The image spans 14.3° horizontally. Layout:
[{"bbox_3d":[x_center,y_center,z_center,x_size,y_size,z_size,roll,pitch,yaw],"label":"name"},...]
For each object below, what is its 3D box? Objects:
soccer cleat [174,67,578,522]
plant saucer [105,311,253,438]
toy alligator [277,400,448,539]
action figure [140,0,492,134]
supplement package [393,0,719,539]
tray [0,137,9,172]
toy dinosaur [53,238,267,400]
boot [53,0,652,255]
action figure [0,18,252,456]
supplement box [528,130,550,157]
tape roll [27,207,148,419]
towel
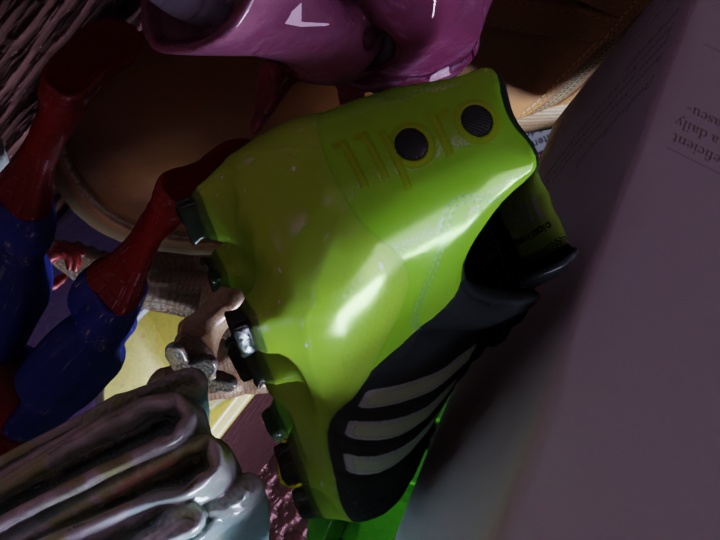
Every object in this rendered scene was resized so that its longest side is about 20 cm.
[{"bbox_3d":[0.009,0.010,0.666,0.081,0.068,0.200,-23,165,-4],"label":"soccer cleat"},{"bbox_3d":[-0.106,0.085,1.107,0.200,0.048,0.200,-52,175,13],"label":"plant saucer"},{"bbox_3d":[0.004,0.059,0.801,0.054,0.059,0.201,-175,-78,-76],"label":"toy alligator"},{"bbox_3d":[0.017,-0.095,0.584,0.134,0.148,0.200,-55,165,-36],"label":"action figure"},{"bbox_3d":[0.088,0.037,0.702,0.117,0.117,0.201,-52,-168,56],"label":"supplement package"},{"bbox_3d":[-0.129,0.019,0.757,0.108,0.022,0.200,-52,176,-10],"label":"tray"},{"bbox_3d":[0.000,0.000,0.901,0.086,0.199,0.136,74,32,-52],"label":"toy dinosaur"},{"bbox_3d":[0.020,-0.074,0.777,0.199,0.074,0.155,-19,170,-27],"label":"boot"},{"bbox_3d":[-0.070,0.014,0.740,0.099,0.065,0.200,-34,164,-46],"label":"action figure"},{"bbox_3d":[0.066,0.029,1.081,0.130,0.201,0.103,-22,175,1],"label":"supplement box"},{"bbox_3d":[-0.023,0.051,0.957,0.200,0.200,0.066,-50,175,-21],"label":"tape roll"},{"bbox_3d":[-0.101,0.107,0.719,0.171,0.048,0.200,-34,164,-14],"label":"towel"}]
